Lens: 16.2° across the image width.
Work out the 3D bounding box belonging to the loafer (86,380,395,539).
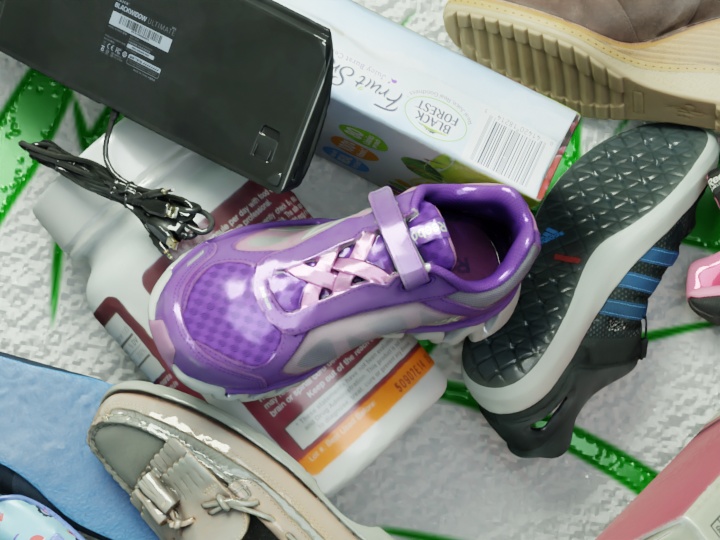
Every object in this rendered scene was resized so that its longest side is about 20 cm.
[{"bbox_3d":[-0.046,0.127,1.168,0.199,0.072,0.063,34,48,0],"label":"loafer"}]

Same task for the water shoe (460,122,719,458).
[{"bbox_3d":[0.120,0.008,1.288,0.200,0.071,0.079,-49,135,-25],"label":"water shoe"}]

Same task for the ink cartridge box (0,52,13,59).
[{"bbox_3d":[-0.171,-0.213,1.260,0.144,0.083,0.202,8,83,-6],"label":"ink cartridge box"}]

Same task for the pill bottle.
[{"bbox_3d":[-0.061,0.016,1.233,0.114,0.114,0.200,-40,90,-10],"label":"pill bottle"}]

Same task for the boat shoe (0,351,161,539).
[{"bbox_3d":[-0.154,0.078,1.239,0.199,0.069,0.085,30,76,-1],"label":"boat shoe"}]

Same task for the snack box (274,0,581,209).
[{"bbox_3d":[-0.002,-0.087,1.237,0.199,0.142,0.053,27,80,-4],"label":"snack box"}]

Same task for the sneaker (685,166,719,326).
[{"bbox_3d":[0.223,-0.042,1.252,0.095,0.079,0.201,21,120,-3],"label":"sneaker"}]

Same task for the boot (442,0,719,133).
[{"bbox_3d":[0.156,-0.161,1.316,0.198,0.072,0.167,16,65,6],"label":"boot"}]

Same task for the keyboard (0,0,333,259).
[{"bbox_3d":[-0.105,-0.086,1.161,0.199,0.021,0.128,28,104,25],"label":"keyboard"}]

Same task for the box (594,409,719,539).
[{"bbox_3d":[0.203,0.137,1.208,0.128,0.109,0.200,53,44,0],"label":"box"}]

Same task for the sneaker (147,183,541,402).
[{"bbox_3d":[0.000,0.000,1.150,0.199,0.088,0.081,-13,78,-27],"label":"sneaker"}]

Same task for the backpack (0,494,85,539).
[{"bbox_3d":[-0.139,0.187,1.093,0.182,0.200,0.135,38,71,4],"label":"backpack"}]
